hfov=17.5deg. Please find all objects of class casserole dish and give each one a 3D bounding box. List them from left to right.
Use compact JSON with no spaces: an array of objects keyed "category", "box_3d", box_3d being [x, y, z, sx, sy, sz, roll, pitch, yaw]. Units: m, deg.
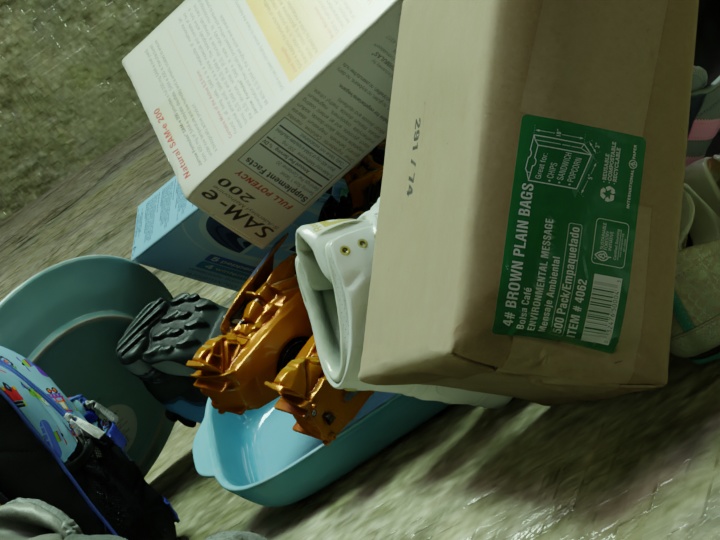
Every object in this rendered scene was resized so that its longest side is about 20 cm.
[{"category":"casserole dish","box_3d":[-0.003,0.062,1.299,0.200,0.039,0.121,-33,31,10]}]

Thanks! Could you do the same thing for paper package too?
[{"category":"paper package","box_3d":[0.075,-0.045,1.077,0.191,0.103,0.201,152,126,-77]}]

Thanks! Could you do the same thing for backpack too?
[{"category":"backpack","box_3d":[-0.225,0.129,1.346,0.182,0.200,0.135,-33,12,22]}]

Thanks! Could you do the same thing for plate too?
[{"category":"plate","box_3d":[-0.179,0.088,1.478,0.026,0.201,0.200,24,54,40]}]

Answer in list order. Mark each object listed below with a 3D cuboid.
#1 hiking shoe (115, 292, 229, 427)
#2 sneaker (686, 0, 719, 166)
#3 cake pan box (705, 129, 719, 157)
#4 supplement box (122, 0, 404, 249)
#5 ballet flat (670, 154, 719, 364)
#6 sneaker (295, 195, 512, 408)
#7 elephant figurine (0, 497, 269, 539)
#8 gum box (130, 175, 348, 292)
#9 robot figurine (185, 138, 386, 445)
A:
[{"category":"hiking shoe","box_3d":[-0.052,0.060,1.432,0.199,0.087,0.075,4,49,36]},{"category":"sneaker","box_3d":[0.143,-0.071,1.185,0.200,0.070,0.082,-62,-16,-15]},{"category":"cake pan box","box_3d":[0.238,-0.116,1.344,0.200,0.052,0.184,-42,14,-26]},{"category":"supplement box","box_3d":[-0.024,-0.128,1.289,0.200,0.073,0.126,-41,47,15]},{"category":"ballet flat","box_3d":[0.174,-0.024,1.126,0.067,0.062,0.200,-32,12,25]},{"category":"sneaker","box_3d":[0.025,-0.033,1.193,0.115,0.201,0.074,5,-11,-22]},{"category":"elephant figurine","box_3d":[-0.161,0.183,1.193,0.200,0.155,0.142,-30,-36,-25]},{"category":"gum box","box_3d":[-0.024,-0.035,1.455,0.200,0.169,0.045,-33,46,54]},{"category":"robot figurine","box_3d":[0.000,0.000,1.279,0.145,0.058,0.200,11,58,47]}]
